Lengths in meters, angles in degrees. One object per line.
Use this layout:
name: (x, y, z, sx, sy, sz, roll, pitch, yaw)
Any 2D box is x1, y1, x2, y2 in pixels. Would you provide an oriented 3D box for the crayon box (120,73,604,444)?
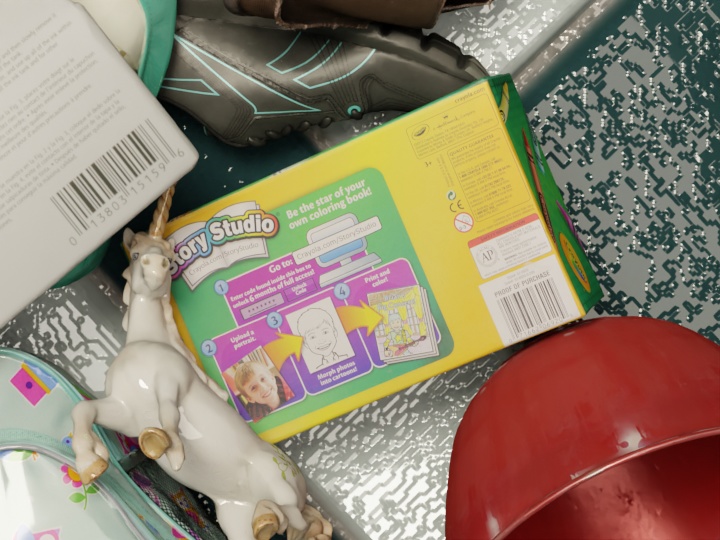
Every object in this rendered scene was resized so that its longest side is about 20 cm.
crayon box: (0.000, 0.000, 1.076, 0.199, 0.058, 0.119, -23, 91, 16)

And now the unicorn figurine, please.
unicorn figurine: (-0.076, 0.067, 1.020, 0.074, 0.137, 0.201, -23, 108, 14)

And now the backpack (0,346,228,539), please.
backpack: (-0.166, 0.134, 1.044, 0.176, 0.153, 0.200, -40, 86, -1)

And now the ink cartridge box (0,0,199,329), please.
ink cartridge box: (-0.199, -0.053, 0.978, 0.200, 0.044, 0.174, -40, 105, -9)

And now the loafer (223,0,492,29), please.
loafer: (0.010, -0.148, 1.048, 0.071, 0.200, 0.073, 26, 115, 25)

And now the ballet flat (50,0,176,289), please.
ballet flat: (-0.130, -0.079, 1.058, 0.067, 0.070, 0.201, 15, 110, 3)

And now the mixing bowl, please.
mixing bowl: (0.118, 0.094, 1.071, 0.199, 0.201, 0.109, -19, 54, -6)

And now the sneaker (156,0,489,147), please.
sneaker: (-0.035, -0.098, 1.113, 0.199, 0.075, 0.080, 14, 101, 1)
